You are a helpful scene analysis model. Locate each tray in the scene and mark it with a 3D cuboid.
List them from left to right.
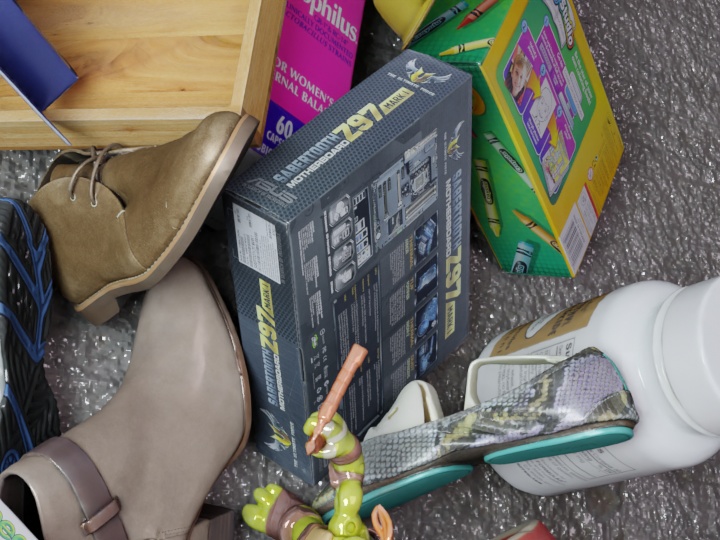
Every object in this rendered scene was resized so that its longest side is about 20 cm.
[{"bbox_3d":[-0.141,-0.114,0.725,0.037,0.198,0.099,54,40,-62],"label":"tray"}]

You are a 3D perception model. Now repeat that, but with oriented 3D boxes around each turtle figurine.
[{"bbox_3d":[-0.020,0.144,0.721,0.064,0.161,0.202,8,79,-20],"label":"turtle figurine"}]

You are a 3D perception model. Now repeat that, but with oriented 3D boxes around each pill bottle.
[{"bbox_3d":[0.166,0.069,0.851,0.114,0.200,0.115,11,69,-31],"label":"pill bottle"}]

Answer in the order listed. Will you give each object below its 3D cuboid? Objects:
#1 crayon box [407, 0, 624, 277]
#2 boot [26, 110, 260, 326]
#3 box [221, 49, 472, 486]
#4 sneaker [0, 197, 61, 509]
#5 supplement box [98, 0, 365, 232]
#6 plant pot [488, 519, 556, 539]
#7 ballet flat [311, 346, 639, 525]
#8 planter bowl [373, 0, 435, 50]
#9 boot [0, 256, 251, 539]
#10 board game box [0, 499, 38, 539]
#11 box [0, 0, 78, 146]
[{"bbox_3d":[0.105,-0.104,0.897,0.119,0.058,0.200,-64,142,-30],"label":"crayon box"},{"bbox_3d":[-0.120,-0.035,0.695,0.075,0.200,0.074,40,52,-14],"label":"boot"},{"bbox_3d":[0.000,0.000,0.781,0.051,0.201,0.158,28,51,29],"label":"box"},{"bbox_3d":[-0.200,0.065,0.701,0.076,0.076,0.202,16,75,-76],"label":"sneaker"},{"bbox_3d":[-0.069,-0.140,0.810,0.101,0.103,0.202,31,58,-43],"label":"supplement box"},{"bbox_3d":[0.080,0.248,0.757,0.200,0.200,0.178,-24,79,-36],"label":"plant pot"},{"bbox_3d":[0.059,0.090,0.799,0.072,0.199,0.072,54,24,-39],"label":"ballet flat"},{"bbox_3d":[0.038,-0.232,0.781,0.083,0.201,0.201,28,60,-4],"label":"planter bowl"},{"bbox_3d":[-0.124,0.096,0.709,0.146,0.070,0.202,-5,87,-56],"label":"boot"},{"bbox_3d":[-0.155,0.201,0.644,0.200,0.126,0.035,51,31,-10],"label":"board game box"},{"bbox_3d":[-0.206,-0.152,0.673,0.032,0.121,0.200,-41,62,-4],"label":"box"}]
